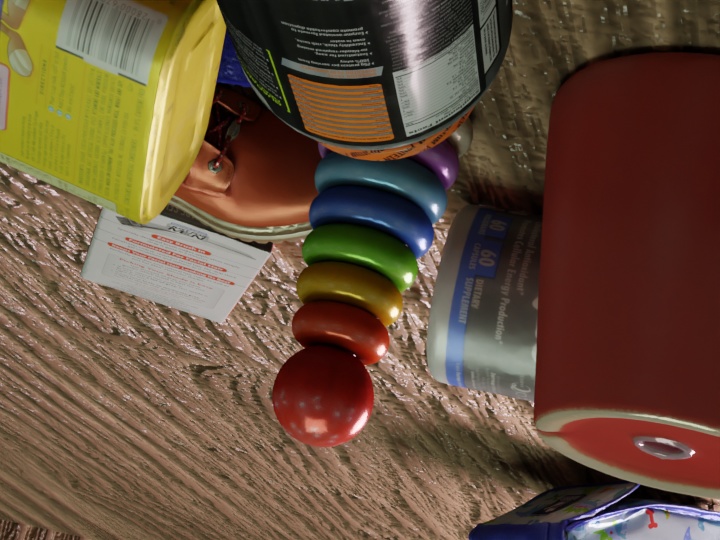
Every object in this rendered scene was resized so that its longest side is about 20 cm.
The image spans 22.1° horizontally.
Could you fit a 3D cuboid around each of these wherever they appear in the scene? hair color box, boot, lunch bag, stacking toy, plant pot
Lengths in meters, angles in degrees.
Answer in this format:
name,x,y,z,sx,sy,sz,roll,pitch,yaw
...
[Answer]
name,x,y,z,sx,sy,sz,roll,pitch,yaw
hair color box,-0.120,-0.030,1.232,0.111,0.064,0.200,19,163,-9
boot,-0.091,-0.077,1.056,0.200,0.075,0.107,14,158,7
lunch bag,0.227,0.265,1.751,0.200,0.128,0.170,12,165,-25
stacking toy,0.000,0.000,0.997,0.085,0.200,0.085,13,163,4
plant pot,0.174,0.012,0.936,0.200,0.178,0.200,14,163,4

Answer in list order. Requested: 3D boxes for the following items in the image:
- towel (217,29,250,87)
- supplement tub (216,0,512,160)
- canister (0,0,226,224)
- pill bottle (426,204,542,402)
name,x,y,z,sx,sy,sz,roll,pitch,yaw
towel,-0.094,-0.134,0.915,0.200,0.050,0.148,5,161,29
supplement tub,0.000,-0.126,0.743,0.122,0.123,0.200,12,162,9
canister,-0.168,-0.118,0.857,0.200,0.087,0.149,24,139,6
pill bottle,0.149,0.031,1.118,0.200,0.114,0.114,10,162,12
